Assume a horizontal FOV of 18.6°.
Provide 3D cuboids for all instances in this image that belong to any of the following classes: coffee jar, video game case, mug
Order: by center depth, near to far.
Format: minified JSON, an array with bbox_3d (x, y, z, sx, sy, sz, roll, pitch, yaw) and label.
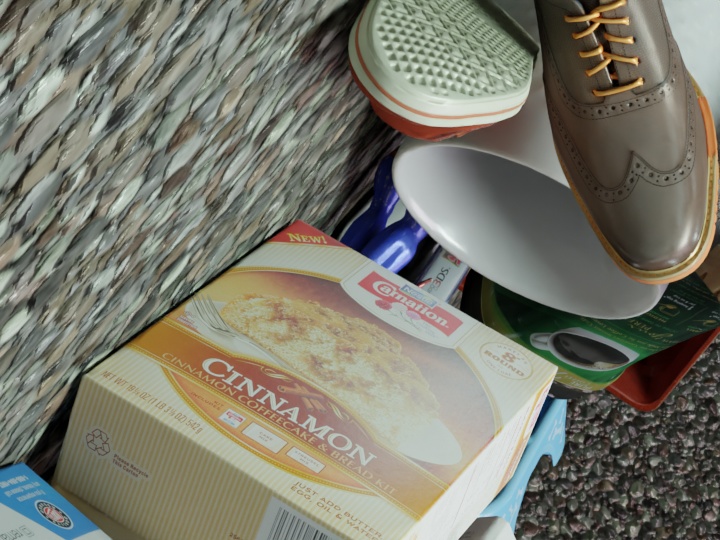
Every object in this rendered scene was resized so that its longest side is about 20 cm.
[{"bbox_3d":[0.139,-0.084,1.076,0.176,0.199,0.148,-61,141,-20],"label":"mug"},{"bbox_3d":[0.144,0.004,1.234,0.200,0.104,0.086,-33,-140,51],"label":"coffee jar"},{"bbox_3d":[0.033,0.025,1.301,0.182,0.023,0.200,-55,178,-40],"label":"video game case"}]

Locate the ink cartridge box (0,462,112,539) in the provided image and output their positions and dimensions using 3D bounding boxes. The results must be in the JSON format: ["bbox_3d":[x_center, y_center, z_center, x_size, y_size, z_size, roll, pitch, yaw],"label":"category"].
[{"bbox_3d":[-0.105,0.176,0.860,0.085,0.200,0.144,-51,173,9],"label":"ink cartridge box"}]

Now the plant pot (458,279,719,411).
[{"bbox_3d":[0.188,-0.062,1.537,0.200,0.199,0.176,-55,-177,31],"label":"plant pot"}]

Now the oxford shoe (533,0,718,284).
[{"bbox_3d":[0.104,-0.092,0.948,0.071,0.201,0.073,-18,165,16],"label":"oxford shoe"}]

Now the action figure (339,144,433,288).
[{"bbox_3d":[0.000,0.000,1.154,0.200,0.065,0.052,-48,135,-13],"label":"action figure"}]

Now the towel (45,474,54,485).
[{"bbox_3d":[-0.169,0.157,1.079,0.144,0.023,0.200,-41,168,-47],"label":"towel"}]

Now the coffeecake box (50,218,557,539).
[{"bbox_3d":[-0.021,0.073,1.002,0.200,0.153,0.073,-39,155,-56],"label":"coffeecake box"}]

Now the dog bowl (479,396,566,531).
[{"bbox_3d":[0.058,0.100,1.298,0.200,0.111,0.050,-54,165,-46],"label":"dog bowl"}]

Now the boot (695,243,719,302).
[{"bbox_3d":[0.231,-0.005,1.059,0.107,0.075,0.200,-43,166,9],"label":"boot"}]

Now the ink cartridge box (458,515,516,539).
[{"bbox_3d":[-0.014,0.215,1.076,0.146,0.083,0.200,-8,-153,38],"label":"ink cartridge box"}]

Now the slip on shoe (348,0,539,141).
[{"bbox_3d":[0.031,-0.081,0.932,0.061,0.074,0.200,-49,178,15],"label":"slip on shoe"}]

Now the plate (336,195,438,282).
[{"bbox_3d":[0.039,-0.036,1.332,0.200,0.032,0.200,-46,172,-27],"label":"plate"}]
